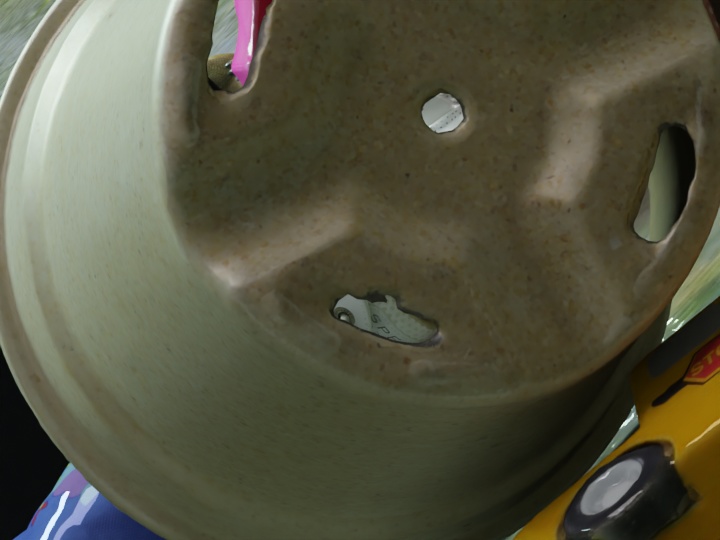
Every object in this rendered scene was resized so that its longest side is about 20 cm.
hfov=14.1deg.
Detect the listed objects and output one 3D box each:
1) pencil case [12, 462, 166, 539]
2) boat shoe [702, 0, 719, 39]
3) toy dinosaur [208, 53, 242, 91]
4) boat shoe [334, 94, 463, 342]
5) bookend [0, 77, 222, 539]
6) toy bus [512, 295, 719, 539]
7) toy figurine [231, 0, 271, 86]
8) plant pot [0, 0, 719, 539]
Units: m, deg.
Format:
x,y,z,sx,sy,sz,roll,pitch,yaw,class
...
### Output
x,y,z,sx,sy,sz,roll,pitch,yaw,class
-0.103,0.122,0.914,0.200,0.078,0.087,-49,15,-20,pencil case
0.098,-0.126,0.923,0.070,0.201,0.070,-30,-25,19,boat shoe
-0.060,-0.089,1.422,0.200,0.058,0.101,-19,13,40,toy dinosaur
0.000,0.000,0.994,0.200,0.071,0.069,-54,52,22,boat shoe
-0.111,0.015,1.138,0.199,0.092,0.200,-48,14,-1,bookend
0.126,0.019,0.650,0.200,0.065,0.078,-40,16,12,toy bus
0.038,-0.101,1.066,0.184,0.150,0.200,-45,43,12,toy figurine
0.005,-0.024,0.730,0.200,0.200,0.183,-46,1,-11,plant pot
